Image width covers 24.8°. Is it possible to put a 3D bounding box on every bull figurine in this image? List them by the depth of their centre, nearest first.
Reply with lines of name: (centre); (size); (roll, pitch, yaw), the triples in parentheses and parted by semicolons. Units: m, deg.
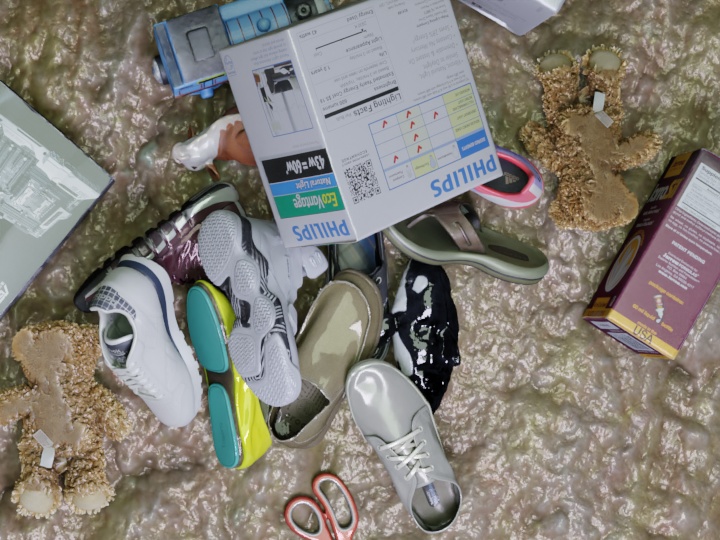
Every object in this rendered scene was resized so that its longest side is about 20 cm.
bull figurine: (-0.090, -0.138, 1.649); (0.197, 0.122, 0.066); (2, 65, -13)

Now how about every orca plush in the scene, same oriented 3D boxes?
orca plush: (0.066, 0.090, 1.659); (0.104, 0.071, 0.202); (20, 86, -35)

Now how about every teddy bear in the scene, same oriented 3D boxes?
teddy bear: (-0.300, 0.149, 1.637); (0.143, 0.067, 0.202); (-18, 96, 3)
teddy bear: (0.237, -0.138, 1.710); (0.144, 0.067, 0.202); (-21, 84, -11)

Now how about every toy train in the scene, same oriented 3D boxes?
toy train: (-0.114, -0.231, 1.640); (0.198, 0.114, 0.088); (-18, 91, -6)

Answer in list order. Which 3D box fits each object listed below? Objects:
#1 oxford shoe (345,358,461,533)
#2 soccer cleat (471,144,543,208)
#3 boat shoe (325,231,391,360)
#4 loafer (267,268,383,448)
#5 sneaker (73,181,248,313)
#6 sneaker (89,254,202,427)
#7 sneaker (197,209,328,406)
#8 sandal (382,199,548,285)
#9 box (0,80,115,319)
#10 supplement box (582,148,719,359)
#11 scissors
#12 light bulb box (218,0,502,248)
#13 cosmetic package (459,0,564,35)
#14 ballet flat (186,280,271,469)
oxford shoe: (0.048, 0.177, 1.625); (0.075, 0.058, 0.202); (-26, 105, 2)
soccer cleat: (0.094, -0.118, 1.668); (0.198, 0.076, 0.067); (24, 87, 8)
boat shoe: (0.000, 0.000, 1.673); (0.069, 0.066, 0.203); (-1, 89, -6)
loafer: (-0.036, 0.095, 1.637); (0.075, 0.067, 0.202); (24, 106, 13)
sneaker: (-0.183, 0.010, 1.651); (0.199, 0.076, 0.116); (-36, 101, -2)
sneaker: (-0.215, 0.084, 1.604); (0.076, 0.081, 0.202); (3, 129, 27)
sneaker: (-0.078, 0.032, 1.599); (0.114, 0.075, 0.202); (-5, 67, -46)
sandal: (0.106, -0.042, 1.672); (0.199, 0.080, 0.058); (14, 125, -18)
box: (-0.368, -0.065, 1.641); (0.157, 0.050, 0.200); (41, 85, -5)
supplement box: (0.322, -0.016, 1.688); (0.085, 0.110, 0.201); (30, 85, -5)
scissors: (-0.010, 0.308, 1.693); (0.073, 0.014, 0.201); (-29, 91, -8)
light bulb box: (0.003, -0.148, 1.544); (0.197, 0.124, 0.202); (-25, 102, -34)
cosmetic package: (0.156, -0.371, 1.647); (0.166, 0.166, 0.202); (29, 87, -5)
ballet flat: (-0.127, 0.100, 1.651); (0.067, 0.066, 0.203); (-20, 107, -36)
